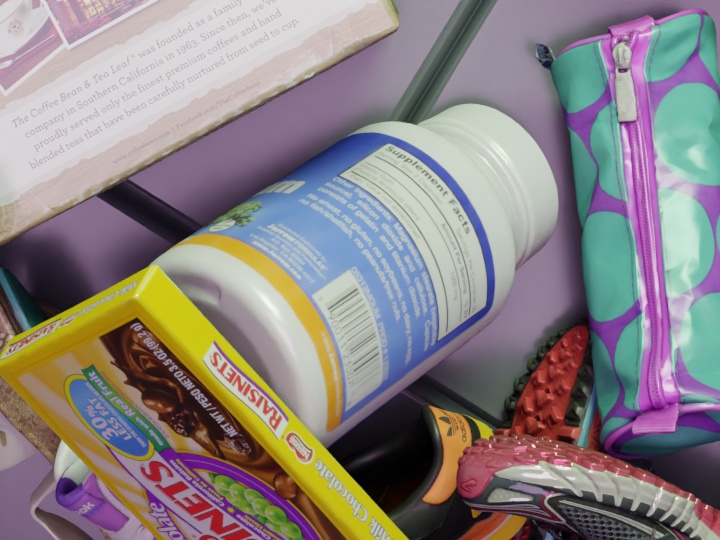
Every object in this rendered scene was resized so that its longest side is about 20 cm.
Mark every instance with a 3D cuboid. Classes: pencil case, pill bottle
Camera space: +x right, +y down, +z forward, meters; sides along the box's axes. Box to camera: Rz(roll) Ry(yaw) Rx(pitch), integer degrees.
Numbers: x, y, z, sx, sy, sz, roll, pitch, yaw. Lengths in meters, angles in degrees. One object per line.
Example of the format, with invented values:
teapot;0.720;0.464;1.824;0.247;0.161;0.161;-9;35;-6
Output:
pencil case;0.138;-0.017;1.138;0.085;0.092;0.202;-12;75;18
pill bottle;0.000;0.000;1.118;0.200;0.112;0.113;-35;97;-40

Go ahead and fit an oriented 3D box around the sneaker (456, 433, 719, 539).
sneaker;0.125;0.130;1.119;0.199;0.080;0.075;26;85;-29

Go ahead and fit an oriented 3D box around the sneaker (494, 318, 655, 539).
sneaker;0.117;0.124;1.203;0.095;0.079;0.202;7;94;-25

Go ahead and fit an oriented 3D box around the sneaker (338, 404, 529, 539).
sneaker;-0.016;0.131;1.170;0.200;0.070;0.090;-37;135;14

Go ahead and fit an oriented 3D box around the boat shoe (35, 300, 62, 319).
boat shoe;-0.231;0.072;1.194;0.199;0.065;0.072;-22;96;1

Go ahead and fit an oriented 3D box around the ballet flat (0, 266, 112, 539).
ballet flat;-0.141;0.088;1.172;0.065;0.071;0.200;-32;114;7

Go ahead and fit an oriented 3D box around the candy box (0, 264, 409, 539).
candy box;-0.059;0.090;1.052;0.102;0.026;0.200;-24;115;43

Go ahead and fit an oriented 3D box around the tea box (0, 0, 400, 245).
tea box;-0.098;-0.123;1.104;0.199;0.197;0.134;-28;96;5

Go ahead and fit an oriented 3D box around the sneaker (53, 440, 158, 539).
sneaker;-0.093;0.134;1.126;0.114;0.072;0.202;3;79;-40
